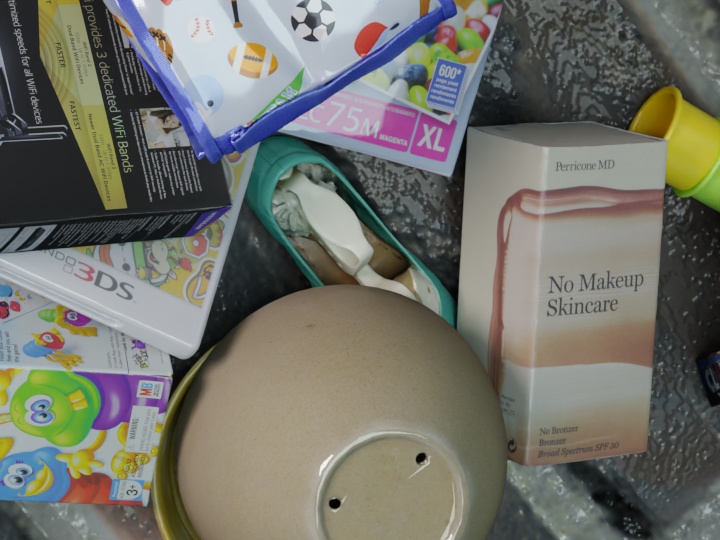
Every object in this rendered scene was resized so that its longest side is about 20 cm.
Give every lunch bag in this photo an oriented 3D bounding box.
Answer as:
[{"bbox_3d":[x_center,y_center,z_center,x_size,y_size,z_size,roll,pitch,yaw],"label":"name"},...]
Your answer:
[{"bbox_3d":[-0.065,-0.180,1.559,0.170,0.124,0.200,-33,78,-3],"label":"lunch bag"}]

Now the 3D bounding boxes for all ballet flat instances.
[{"bbox_3d":[0.000,0.000,1.732,0.067,0.070,0.200,-43,108,-3],"label":"ballet flat"}]

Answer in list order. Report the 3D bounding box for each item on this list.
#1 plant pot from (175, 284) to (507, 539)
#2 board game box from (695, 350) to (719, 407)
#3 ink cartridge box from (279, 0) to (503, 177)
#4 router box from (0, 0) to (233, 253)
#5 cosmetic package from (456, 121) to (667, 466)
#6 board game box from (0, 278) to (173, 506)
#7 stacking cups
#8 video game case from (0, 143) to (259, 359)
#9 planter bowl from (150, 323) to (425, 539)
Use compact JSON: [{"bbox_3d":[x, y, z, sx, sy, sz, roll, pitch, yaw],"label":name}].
[{"bbox_3d":[0.003,0.119,1.637,0.200,0.134,0.201,-3,102,-14],"label":"plant pot"},{"bbox_3d":[0.300,0.042,1.747,0.135,0.200,0.035,-17,86,-10],"label":"board game box"},{"bbox_3d":[0.026,-0.168,1.722,0.119,0.042,0.200,14,96,-16],"label":"ink cartridge box"},{"bbox_3d":[-0.173,-0.114,1.610,0.157,0.052,0.200,-5,73,-30],"label":"router box"},{"bbox_3d":[0.123,0.012,1.744,0.103,0.087,0.200,-6,103,-32],"label":"cosmetic package"},{"bbox_3d":[-0.222,0.066,1.660,0.200,0.105,0.103,4,124,-14],"label":"board game box"},{"bbox_3d":[0.265,-0.050,1.795,0.200,0.061,0.061,26,94,-19],"label":"stacking cups"},{"bbox_3d":[-0.153,-0.070,1.649,0.182,0.023,0.200,25,58,-17],"label":"video game case"},{"bbox_3d":[-0.038,0.112,1.739,0.200,0.083,0.201,-3,102,-14],"label":"planter bowl"}]
